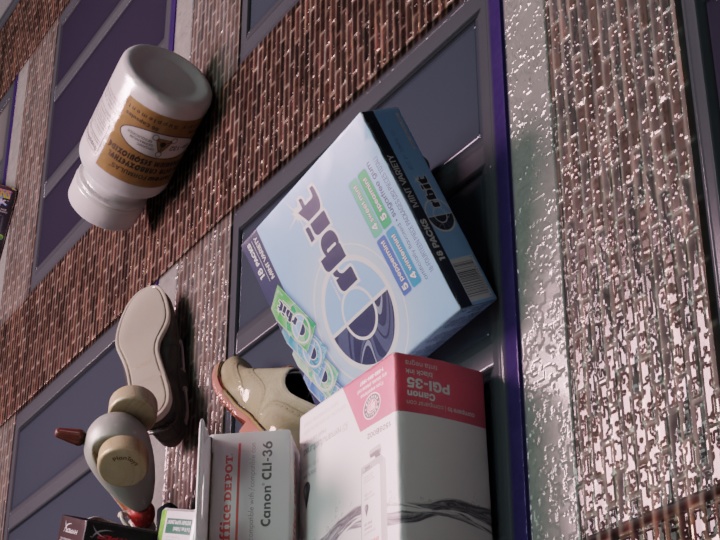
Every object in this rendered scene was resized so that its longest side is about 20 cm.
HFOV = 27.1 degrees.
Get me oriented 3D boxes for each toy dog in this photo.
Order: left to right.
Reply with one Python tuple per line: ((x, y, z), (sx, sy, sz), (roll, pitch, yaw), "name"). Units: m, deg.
((-0.249, 0.213, 1.469), (0.132, 0.095, 0.203), (-90, 2, -77), "toy dog")

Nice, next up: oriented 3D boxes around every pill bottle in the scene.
((-0.260, -0.148, 1.722), (0.201, 0.113, 0.115), (-56, 33, 31), "pill bottle")

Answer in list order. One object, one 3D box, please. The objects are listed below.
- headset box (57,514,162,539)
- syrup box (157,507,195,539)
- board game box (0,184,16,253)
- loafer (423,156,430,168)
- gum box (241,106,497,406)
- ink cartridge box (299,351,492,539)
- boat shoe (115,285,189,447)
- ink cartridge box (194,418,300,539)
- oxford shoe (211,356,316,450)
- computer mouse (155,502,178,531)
((-0.214, 0.336, 1.360), (0.075, 0.147, 0.203), (-8, 68, 61), "headset box")
((-0.142, 0.316, 1.311), (0.078, 0.081, 0.203), (-13, 64, 60), "syrup box")
((-0.623, -0.064, 2.414), (0.199, 0.056, 0.168), (13, 89, 62), "board game box")
((-0.011, -0.026, 1.254), (0.200, 0.071, 0.064), (-40, 47, 43), "loafer")
((0.000, 0.000, 1.173), (0.200, 0.044, 0.171), (-44, 67, 44), "gum box")
((0.023, 0.182, 1.069), (0.146, 0.082, 0.202), (-38, 45, 49), "ink cartridge box")
((-0.217, 0.102, 1.579), (0.066, 0.057, 0.201), (-21, 42, 8), "boat shoe")
((-0.075, 0.199, 1.145), (0.201, 0.067, 0.118), (73, -166, -61), "ink cartridge box")
((-0.075, 0.116, 1.324), (0.074, 0.071, 0.200), (-46, 30, 0), "oxford shoe")
((-0.188, 0.327, 1.447), (0.059, 0.034, 0.203), (146, 129, -80), "computer mouse")
